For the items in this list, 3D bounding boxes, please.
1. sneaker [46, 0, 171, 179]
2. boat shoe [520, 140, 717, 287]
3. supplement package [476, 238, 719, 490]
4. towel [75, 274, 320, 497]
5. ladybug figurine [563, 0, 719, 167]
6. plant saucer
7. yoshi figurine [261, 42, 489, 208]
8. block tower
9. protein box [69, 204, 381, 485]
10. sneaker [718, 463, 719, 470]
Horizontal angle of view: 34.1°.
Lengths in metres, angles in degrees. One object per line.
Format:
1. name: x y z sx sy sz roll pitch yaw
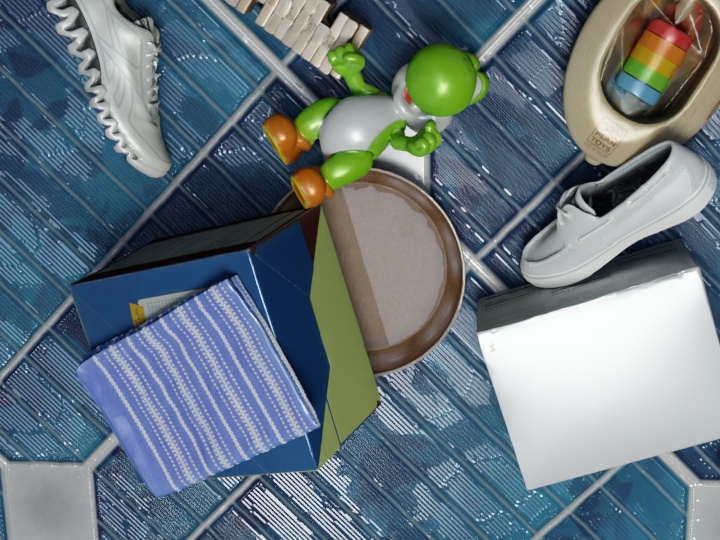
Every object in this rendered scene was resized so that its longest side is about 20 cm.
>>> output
1. sneaker: -0.213 -0.182 1.066 0.080 0.075 0.202 -22 101 3
2. boat shoe: 0.208 -0.049 1.016 0.068 0.073 0.199 35 139 -28
3. supplement package: 0.221 0.084 1.061 0.198 0.111 0.157 -17 102 11
4. towel: -0.142 0.103 0.985 0.199 0.024 0.146 -27 95 32
5. ladybug figurine: 0.250 -0.181 1.009 0.135 0.072 0.201 33 105 -3
6. plant saucer: 0.000 0.000 1.105 0.198 0.035 0.203 1 105 5
7. yoshi figurine: 0.020 -0.138 1.003 0.199 0.112 0.113 -28 122 -5
8. block tower: -0.085 -0.250 1.039 0.199 0.054 0.058 34 105 -3
9. protein box: -0.119 0.068 1.053 0.198 0.135 0.200 -10 104 30
10. sneaker: 0.433 0.222 1.093 0.199 0.070 0.078 38 112 -3
